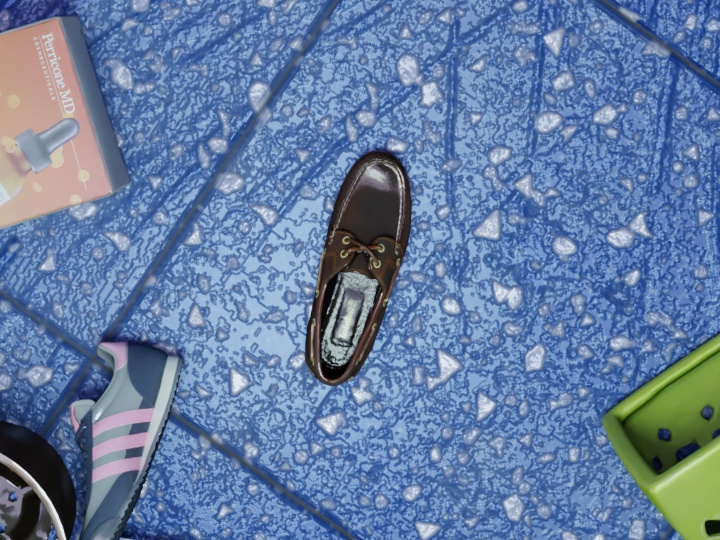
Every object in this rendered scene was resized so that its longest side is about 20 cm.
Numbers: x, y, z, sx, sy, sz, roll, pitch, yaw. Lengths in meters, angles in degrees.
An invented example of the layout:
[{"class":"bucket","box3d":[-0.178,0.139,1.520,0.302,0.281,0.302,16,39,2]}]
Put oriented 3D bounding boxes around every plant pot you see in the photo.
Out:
[{"class":"plant pot","box3d":[-0.322,0.214,1.570,0.198,0.198,0.202,0,98,1]},{"class":"plant pot","box3d":[0.339,0.163,1.564,0.199,0.199,0.182,-35,102,4]}]

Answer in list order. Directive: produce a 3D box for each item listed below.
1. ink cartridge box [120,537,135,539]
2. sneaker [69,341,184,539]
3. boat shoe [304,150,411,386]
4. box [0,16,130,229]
[{"class":"ink cartridge box","box3d":[-0.204,0.326,1.663,0.099,0.039,0.202,11,98,-1]},{"class":"sneaker","box3d":[-0.214,0.153,1.599,0.081,0.070,0.201,20,63,-3]},{"class":"boat shoe","box3d":[0.000,0.000,1.605,0.070,0.070,0.202,12,96,0]},{"class":"box","box3d":[-0.310,-0.111,1.575,0.198,0.106,0.153,-17,97,3]}]
